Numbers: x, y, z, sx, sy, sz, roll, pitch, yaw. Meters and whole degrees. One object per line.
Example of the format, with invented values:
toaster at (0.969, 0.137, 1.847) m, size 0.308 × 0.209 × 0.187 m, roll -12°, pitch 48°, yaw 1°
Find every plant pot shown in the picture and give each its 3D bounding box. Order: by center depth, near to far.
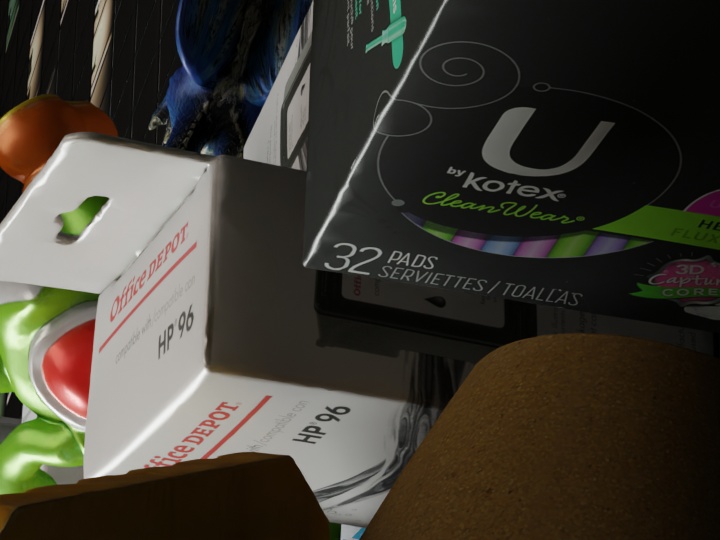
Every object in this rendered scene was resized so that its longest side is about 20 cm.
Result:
plant pot at (0.051, 0.124, 0.708) m, size 0.186 × 0.185 × 0.201 m, roll 126°, pitch 160°, yaw -63°

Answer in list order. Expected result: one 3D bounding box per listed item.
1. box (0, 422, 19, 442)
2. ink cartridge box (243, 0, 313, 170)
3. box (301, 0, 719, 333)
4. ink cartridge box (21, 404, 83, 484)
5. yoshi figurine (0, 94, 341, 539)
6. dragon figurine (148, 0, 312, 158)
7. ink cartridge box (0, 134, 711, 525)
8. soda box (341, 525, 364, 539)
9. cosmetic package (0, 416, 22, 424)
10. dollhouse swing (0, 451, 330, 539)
box at (-0.126, 0.200, 1.314) m, size 0.172 × 0.199 × 0.200 m, roll -98°, pitch 19°, yaw -55°
ink cartridge box at (0.039, -0.055, 0.941) m, size 0.200 × 0.115 × 0.068 m, roll 122°, pitch 151°, yaw -59°
box at (0.079, -0.086, 0.717) m, size 0.200 × 0.148 × 0.125 m, roll 120°, pitch 155°, yaw -58°
ink cartridge box at (-0.059, 0.036, 1.194) m, size 0.057 × 0.162 × 0.201 m, roll -38°, pitch 45°, yaw 57°
yoshi figurine at (-0.073, 0.046, 0.966) m, size 0.200 × 0.112 × 0.112 m, roll 56°, pitch 137°, yaw 14°
dragon figurine at (-0.042, -0.092, 1.081) m, size 0.099 × 0.059 × 0.201 m, roll 175°, pitch 113°, yaw -81°
ink cartridge box at (-0.009, 0.026, 0.857) m, size 0.116 × 0.199 × 0.068 m, roll 136°, pitch 140°, yaw -59°
soda box at (0.000, 0.000, 1.075) m, size 0.068 × 0.063 × 0.201 m, roll 127°, pitch 160°, yaw -65°
cosmetic package at (-0.169, 0.184, 1.501) m, size 0.123 × 0.198 × 0.201 m, roll 152°, pitch 124°, yaw -74°
dollhouse swing at (-0.108, 0.153, 0.751) m, size 0.181 × 0.200 × 0.177 m, roll -14°, pitch 86°, yaw 30°
